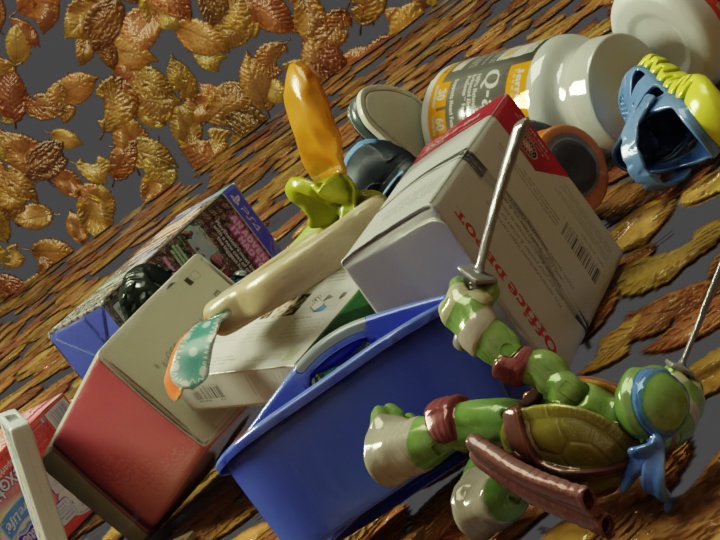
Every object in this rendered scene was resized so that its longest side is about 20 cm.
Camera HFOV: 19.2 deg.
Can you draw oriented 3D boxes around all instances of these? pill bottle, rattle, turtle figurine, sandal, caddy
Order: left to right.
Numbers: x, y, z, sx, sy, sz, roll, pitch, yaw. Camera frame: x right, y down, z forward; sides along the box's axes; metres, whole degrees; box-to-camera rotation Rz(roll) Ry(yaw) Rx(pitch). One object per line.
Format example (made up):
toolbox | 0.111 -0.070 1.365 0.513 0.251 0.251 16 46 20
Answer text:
rattle | -0.083 -0.023 1.452 0.200 0.143 0.130 -31 20 5
caddy | 0.008 0.083 1.265 0.200 0.105 0.141 -35 -10 14
pill bottle | 0.106 -0.056 1.660 0.106 0.106 0.200 -43 12 -31
pill bottle | 0.155 -0.137 1.809 0.200 0.116 0.116 -10 27 50
turtle figurine | 0.101 0.052 1.112 0.144 0.200 0.194 0 -22 -40
sandal | 0.221 -0.108 1.605 0.087 0.080 0.200 -40 8 2
pill bottle | 0.309 -0.243 1.803 0.200 0.113 0.112 -43 12 -29

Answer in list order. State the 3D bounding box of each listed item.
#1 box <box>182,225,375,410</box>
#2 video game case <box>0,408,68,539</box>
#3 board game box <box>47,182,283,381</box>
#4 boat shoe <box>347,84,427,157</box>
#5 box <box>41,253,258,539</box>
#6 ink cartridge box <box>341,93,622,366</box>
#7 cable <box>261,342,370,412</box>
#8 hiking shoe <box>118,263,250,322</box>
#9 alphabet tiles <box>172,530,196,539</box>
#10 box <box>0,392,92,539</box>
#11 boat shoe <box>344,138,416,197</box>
box | -0.028 0.021 1.522 0.144 0.036 0.200 -8 34 49
video game case | -0.251 0.183 1.674 0.018 0.143 0.200 -19 3 -12
board game box | -0.148 0.049 1.896 0.097 0.160 0.200 -26 14 47
boat shoe | 0.051 -0.108 1.898 0.062 0.075 0.200 -19 -25 37
box | -0.148 0.103 1.635 0.128 0.109 0.200 -48 -4 -35
ink cartridge box | 0.084 -0.007 1.405 0.083 0.145 0.200 -30 12 29
cable | 0.022 0.060 1.540 0.200 0.069 0.200 -36 11 9
hiking shoe | -0.123 0.034 1.754 0.074 0.200 0.087 -13 56 35
alphabet tiles | -0.203 0.260 1.570 0.200 0.006 0.166 -28 13 40
box | -0.316 0.215 1.894 0.095 0.103 0.200 -26 16 47
boat shoe | 0.000 0.000 1.657 0.084 0.200 0.069 -6 21 -44
